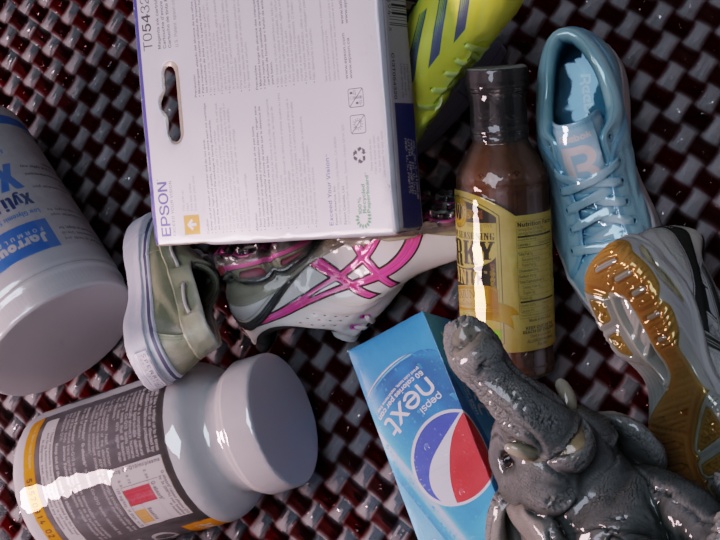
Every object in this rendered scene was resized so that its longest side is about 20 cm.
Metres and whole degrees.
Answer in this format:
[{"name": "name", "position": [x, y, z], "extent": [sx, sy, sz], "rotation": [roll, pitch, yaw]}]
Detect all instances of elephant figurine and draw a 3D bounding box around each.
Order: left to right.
[{"name": "elephant figurine", "position": [0.133, 0.129, 0.863], "extent": [0.199, 0.141, 0.156], "rotation": [36, 118, 26]}]

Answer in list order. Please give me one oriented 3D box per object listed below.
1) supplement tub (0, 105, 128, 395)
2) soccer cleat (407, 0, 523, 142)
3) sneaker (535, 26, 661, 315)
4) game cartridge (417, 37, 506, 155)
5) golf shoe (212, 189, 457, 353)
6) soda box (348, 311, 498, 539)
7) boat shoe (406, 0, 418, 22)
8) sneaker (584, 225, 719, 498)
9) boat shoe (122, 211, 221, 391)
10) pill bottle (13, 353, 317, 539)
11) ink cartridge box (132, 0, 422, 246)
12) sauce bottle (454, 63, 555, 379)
[{"name": "supplement tub", "position": [-0.276, -0.020, 1.133], "extent": [0.132, 0.132, 0.200], "rotation": [-44, 64, 13]}, {"name": "soccer cleat", "position": [0.042, -0.127, 0.975], "extent": [0.200, 0.064, 0.084], "rotation": [-37, 58, 33]}, {"name": "sneaker", "position": [0.145, -0.063, 0.951], "extent": [0.073, 0.082, 0.202], "rotation": [-17, 73, 24]}, {"name": "game cartridge", "position": [0.002, -0.135, 1.066], "extent": [0.200, 0.041, 0.134], "rotation": [-39, 62, 16]}, {"name": "golf shoe", "position": [0.000, 0.000, 1.032], "extent": [0.198, 0.073, 0.093], "rotation": [-13, 109, 18]}, {"name": "soda box", "position": [0.064, 0.133, 0.965], "extent": [0.064, 0.068, 0.201], "rotation": [-29, 69, 20]}, {"name": "boat shoe", "position": [-0.045, -0.186, 1.037], "extent": [0.198, 0.073, 0.065], "rotation": [0, 62, 14]}, {"name": "sneaker", "position": [0.216, 0.065, 0.897], "extent": [0.075, 0.087, 0.202], "rotation": [-18, 95, 52]}, {"name": "boat shoe", "position": [-0.130, 0.016, 1.050], "extent": [0.062, 0.072, 0.201], "rotation": [-21, 32, 5]}, {"name": "pill bottle", "position": [-0.137, 0.131, 1.041], "extent": [0.199, 0.116, 0.117], "rotation": [-19, 73, 24]}, {"name": "ink cartridge box", "position": [-0.058, -0.119, 0.977], "extent": [0.198, 0.043, 0.198], "rotation": [-2, 95, 33]}, {"name": "sauce bottle", "position": [0.092, -0.031, 0.951], "extent": [0.064, 0.065, 0.202], "rotation": [0, 99, 27]}]
